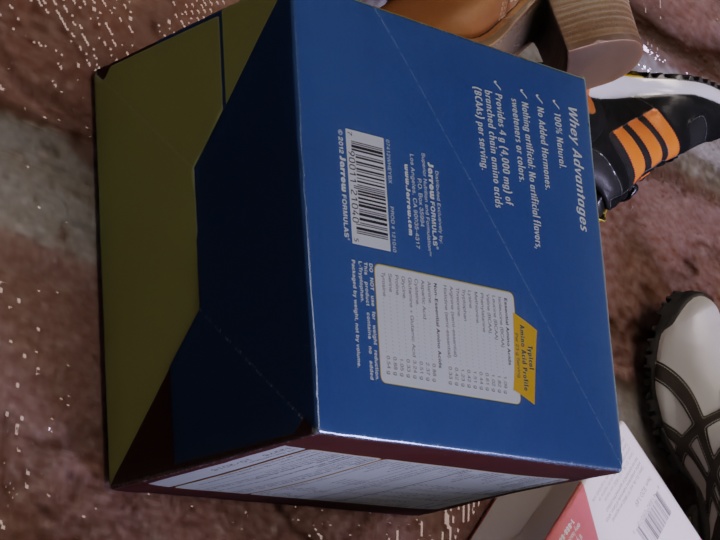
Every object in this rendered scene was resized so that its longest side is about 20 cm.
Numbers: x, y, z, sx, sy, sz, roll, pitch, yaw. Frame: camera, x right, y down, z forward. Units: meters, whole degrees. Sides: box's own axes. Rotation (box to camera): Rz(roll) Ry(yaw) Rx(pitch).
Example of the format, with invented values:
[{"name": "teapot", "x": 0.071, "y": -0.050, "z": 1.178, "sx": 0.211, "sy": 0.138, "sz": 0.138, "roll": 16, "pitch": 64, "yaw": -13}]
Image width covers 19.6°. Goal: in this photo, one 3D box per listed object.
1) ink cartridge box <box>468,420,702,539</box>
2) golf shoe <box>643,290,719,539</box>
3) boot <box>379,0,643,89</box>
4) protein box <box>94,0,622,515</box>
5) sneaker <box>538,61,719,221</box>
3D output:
[{"name": "ink cartridge box", "x": 0.142, "y": 0.194, "z": 1.093, "sx": 0.200, "sy": 0.067, "sz": 0.117, "roll": 56, "pitch": 44, "yaw": -16}, {"name": "golf shoe", "x": 0.221, "y": 0.103, "z": 1.192, "sx": 0.078, "sy": 0.094, "sz": 0.200, "roll": 7, "pitch": 70, "yaw": -45}, {"name": "boot", "x": 0.038, "y": -0.160, "z": 1.092, "sx": 0.200, "sy": 0.077, "sz": 0.155, "roll": -13, "pitch": 61, "yaw": -13}, {"name": "protein box", "x": 0.000, "y": 0.000, "z": 0.954, "sx": 0.200, "sy": 0.135, "sz": 0.199, "roll": 12, "pitch": 68, "yaw": -45}, {"name": "sneaker", "x": 0.139, "y": -0.069, "z": 1.191, "sx": 0.200, "sy": 0.070, "sz": 0.090, "roll": 2, "pitch": 91, "yaw": -47}]
